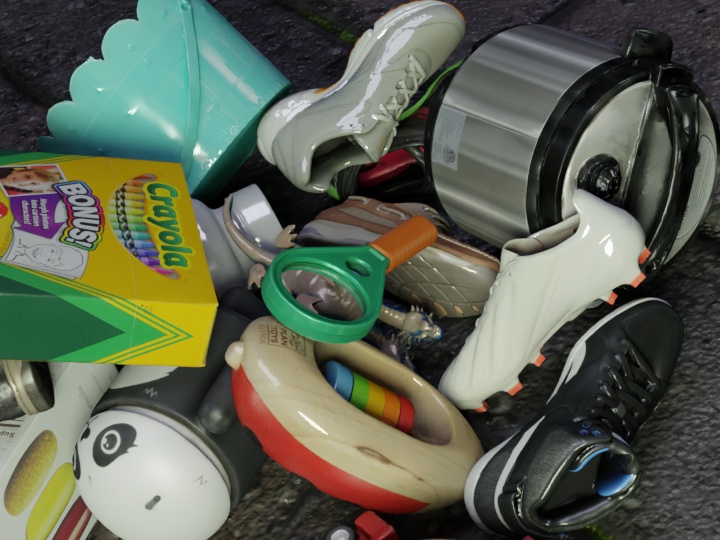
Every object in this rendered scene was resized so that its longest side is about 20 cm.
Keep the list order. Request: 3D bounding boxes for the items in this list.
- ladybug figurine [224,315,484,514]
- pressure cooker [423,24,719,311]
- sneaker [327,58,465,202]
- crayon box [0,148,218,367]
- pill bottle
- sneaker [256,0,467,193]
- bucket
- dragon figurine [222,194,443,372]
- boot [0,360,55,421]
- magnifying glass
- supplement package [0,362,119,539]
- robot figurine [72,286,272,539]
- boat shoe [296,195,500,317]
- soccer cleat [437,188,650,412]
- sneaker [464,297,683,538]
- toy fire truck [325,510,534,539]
[{"bbox_3d":[-0.009,0.101,1.162,0.072,0.199,0.136,-51,21,22],"label":"ladybug figurine"},{"bbox_3d":[0.164,-0.078,1.285,0.179,0.176,0.200,-40,36,-17],"label":"pressure cooker"},{"bbox_3d":[0.063,-0.108,1.473,0.199,0.077,0.084,-31,43,4],"label":"sneaker"},{"bbox_3d":[-0.200,-0.013,1.227,0.172,0.059,0.200,2,32,-16],"label":"crayon box"},{"bbox_3d":[-0.153,0.012,1.392,0.199,0.112,0.112,-27,36,-6],"label":"pill bottle"},{"bbox_3d":[0.015,-0.133,1.426,0.200,0.076,0.092,-40,46,4],"label":"sneaker"},{"bbox_3d":[-0.163,-0.131,1.488,0.135,0.207,0.207,38,57,1],"label":"bucket"},{"bbox_3d":[-0.030,0.015,1.318,0.200,0.099,0.059,28,84,38],"label":"dragon figurine"},{"bbox_3d":[-0.307,0.062,1.256,0.150,0.073,0.200,-27,41,-5],"label":"boot"},{"bbox_3d":[0.000,0.000,1.213,0.079,0.022,0.200,36,33,14],"label":"magnifying glass"},{"bbox_3d":[-0.258,0.149,1.273,0.109,0.114,0.200,-1,42,28],"label":"supplement package"},{"bbox_3d":[-0.121,0.103,1.246,0.124,0.151,0.200,16,48,19],"label":"robot figurine"},{"bbox_3d":[0.038,-0.021,1.362,0.199,0.076,0.072,17,56,40],"label":"boat shoe"},{"bbox_3d":[0.113,0.021,1.211,0.200,0.077,0.069,-44,12,29],"label":"soccer cleat"},{"bbox_3d":[0.163,0.098,1.122,0.200,0.073,0.112,-47,15,-16],"label":"sneaker"},{"bbox_3d":[0.014,0.222,1.091,0.200,0.049,0.141,-37,40,-17],"label":"toy fire truck"}]
